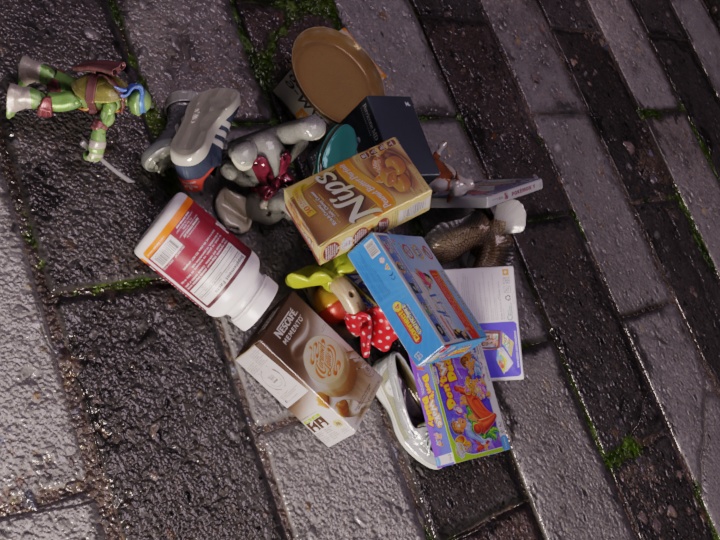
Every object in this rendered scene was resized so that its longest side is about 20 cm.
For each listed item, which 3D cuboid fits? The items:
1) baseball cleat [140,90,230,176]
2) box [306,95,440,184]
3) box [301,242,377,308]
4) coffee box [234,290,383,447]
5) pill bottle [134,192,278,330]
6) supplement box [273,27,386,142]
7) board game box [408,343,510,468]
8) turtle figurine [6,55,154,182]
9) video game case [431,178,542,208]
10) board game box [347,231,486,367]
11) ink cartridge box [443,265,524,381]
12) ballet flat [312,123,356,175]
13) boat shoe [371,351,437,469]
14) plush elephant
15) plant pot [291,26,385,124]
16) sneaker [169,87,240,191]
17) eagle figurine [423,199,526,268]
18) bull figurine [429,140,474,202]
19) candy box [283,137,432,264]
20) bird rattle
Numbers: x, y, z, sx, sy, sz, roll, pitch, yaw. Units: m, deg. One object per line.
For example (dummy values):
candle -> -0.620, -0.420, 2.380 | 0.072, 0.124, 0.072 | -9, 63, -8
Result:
baseball cleat -> -0.291, -0.220, 1.399 | 0.107, 0.070, 0.199 | 48, 36, 4
box -> 0.018, -0.179, 1.525 | 0.105, 0.199, 0.151 | -7, 69, -41
box -> 0.000, 0.000, 1.490 | 0.200, 0.064, 0.070 | 43, 75, -11
coffee box -> -0.075, 0.150, 1.348 | 0.200, 0.079, 0.115 | 44, 46, -11
pill bottle -> -0.220, -0.008, 1.297 | 0.199, 0.112, 0.114 | 41, 47, -14
supplement box -> -0.053, -0.345, 1.647 | 0.126, 0.073, 0.201 | 46, 46, -7
board game box -> 0.158, 0.205, 1.450 | 0.132, 0.044, 0.205 | -3, 73, -40
turtle figurine -> -0.403, -0.225, 1.297 | 0.189, 0.200, 0.148 | 11, 80, -11
video game case -> 0.212, -0.146, 1.675 | 0.180, 0.197, 0.024 | -20, 108, -43
board game box -> 0.091, 0.041, 1.369 | 0.202, 0.056, 0.195 | 58, 22, 15
ink cartridge box -> 0.178, 0.096, 1.557 | 0.195, 0.043, 0.203 | -2, 78, -4
ballet flat -> -0.056, -0.142, 1.439 | 0.066, 0.070, 0.205 | 24, 64, -31
boat shoe -> 0.089, 0.228, 1.449 | 0.074, 0.064, 0.205 | -27, 85, -44
plush elephant -> -0.148, -0.139, 1.411 | 0.163, 0.198, 0.158 | -28, 107, -33
plant pot -> -0.043, -0.338, 1.582 | 0.197, 0.027, 0.204 | 17, 58, -30
sneaker -> -0.232, -0.198, 1.351 | 0.073, 0.086, 0.202 | 8, 44, 14
eagle figurine -> 0.215, -0.038, 1.652 | 0.200, 0.149, 0.154 | -42, 130, -40
bull figurine -> 0.111, -0.172, 1.619 | 0.123, 0.195, 0.066 | -74, 153, -49
candy box -> -0.004, -0.107, 1.342 | 0.197, 0.056, 0.116 | -26, 64, -16
bird rattle -> -0.025, 0.047, 1.389 | 0.200, 0.163, 0.113 | 46, 66, -8
